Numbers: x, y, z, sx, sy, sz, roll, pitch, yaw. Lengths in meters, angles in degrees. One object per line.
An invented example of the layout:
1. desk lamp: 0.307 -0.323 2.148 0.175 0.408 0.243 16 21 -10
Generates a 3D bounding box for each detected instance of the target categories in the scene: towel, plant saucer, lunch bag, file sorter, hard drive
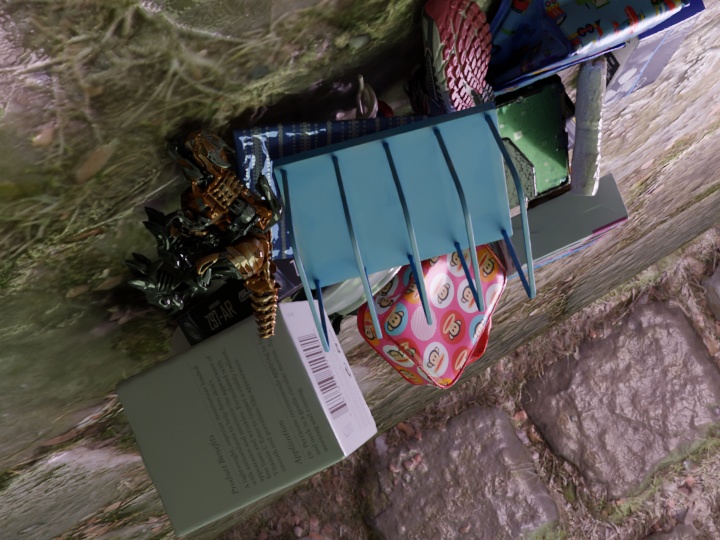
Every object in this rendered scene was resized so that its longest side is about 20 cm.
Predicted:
1. towel: -0.013 -0.070 0.887 0.197 0.024 0.146 -5 130 -9
2. plant saucer: 0.000 0.000 1.179 0.200 0.050 0.200 -41 -171 8
3. lunch bag: 0.189 -0.230 0.953 0.149 0.095 0.200 -26 176 -21
4. file sorter: 0.041 -0.030 0.840 0.197 0.123 0.140 -15 129 1
5. hard drive: 0.135 -0.124 1.080 0.197 0.038 0.141 -22 130 -9
6. lunch bag: 0.103 0.044 1.252 0.081 0.176 0.201 0 -129 55
7. towel: 0.250 -0.164 1.075 0.034 0.135 0.200 3 -165 13

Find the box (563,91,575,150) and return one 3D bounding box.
1. box: 0.197 -0.158 1.213 0.160 0.050 0.200 -34 164 16

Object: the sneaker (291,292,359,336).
1. sneaker: 0.007 0.020 1.327 0.199 0.087 0.080 -38 164 21

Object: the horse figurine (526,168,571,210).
1. horse figurine: 0.226 -0.103 1.258 0.131 0.050 0.200 -26 168 -6

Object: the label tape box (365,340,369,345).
1. label tape box: 0.067 0.028 1.393 0.145 0.065 0.200 -62 170 -19

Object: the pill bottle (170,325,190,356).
1. pill bottle: -0.158 0.102 1.229 0.112 0.113 0.200 -33 163 10

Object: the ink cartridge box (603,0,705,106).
1. ink cartridge box: 0.335 -0.268 1.154 0.098 0.040 0.200 -26 163 -13

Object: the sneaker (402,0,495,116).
1. sneaker: 0.074 -0.176 0.904 0.081 0.074 0.201 -60 160 -20

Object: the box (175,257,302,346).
1. box: -0.086 0.006 1.078 0.199 0.044 0.160 -32 180 -43

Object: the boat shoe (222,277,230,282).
1. boat shoe: -0.091 -0.059 0.973 0.068 0.057 0.200 -28 170 -47

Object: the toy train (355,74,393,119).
1. toy train: 0.045 -0.110 0.923 0.114 0.086 0.200 15 159 2

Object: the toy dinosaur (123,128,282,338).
1. toy dinosaur: -0.124 -0.020 0.851 0.134 0.203 0.102 -15 -168 13

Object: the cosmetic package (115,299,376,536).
1. cosmetic package: -0.114 0.147 1.029 0.198 0.167 0.165 -25 175 11

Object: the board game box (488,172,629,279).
1. board game box: 0.249 -0.050 1.268 0.146 0.065 0.200 -23 175 0
